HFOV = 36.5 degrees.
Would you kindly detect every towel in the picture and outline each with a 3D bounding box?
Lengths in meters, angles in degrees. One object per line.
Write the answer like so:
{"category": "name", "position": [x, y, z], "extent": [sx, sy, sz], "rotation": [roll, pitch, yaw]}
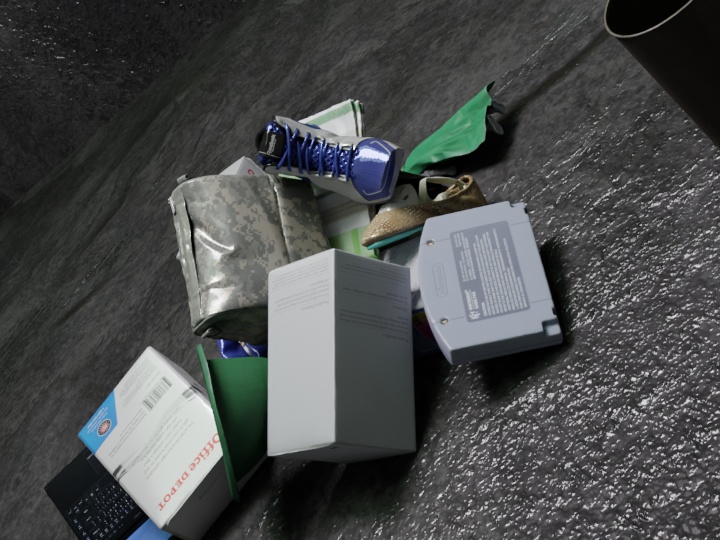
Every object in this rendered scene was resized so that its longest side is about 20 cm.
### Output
{"category": "towel", "position": [-0.040, -0.097, 1.368], "extent": [0.148, 0.031, 0.203], "rotation": [-16, 77, 41]}

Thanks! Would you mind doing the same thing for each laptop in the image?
{"category": "laptop", "position": [-0.320, 0.304, 1.419], "extent": [0.177, 0.200, 0.103], "rotation": [-42, -16, 5]}

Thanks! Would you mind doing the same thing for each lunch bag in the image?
{"category": "lunch bag", "position": [-0.138, -0.015, 1.310], "extent": [0.139, 0.166, 0.202], "rotation": [-33, 61, 45]}

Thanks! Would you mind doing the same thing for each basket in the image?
{"category": "basket", "position": [0.346, -0.211, 1.043], "extent": [0.135, 0.200, 0.181], "rotation": [-18, 35, 46]}

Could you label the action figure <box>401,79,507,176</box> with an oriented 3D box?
{"category": "action figure", "position": [0.118, -0.168, 1.512], "extent": [0.199, 0.055, 0.119], "rotation": [-32, 29, 43]}

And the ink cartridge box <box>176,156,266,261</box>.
{"category": "ink cartridge box", "position": [-0.182, -0.055, 1.703], "extent": [0.083, 0.145, 0.201], "rotation": [-28, 29, 35]}

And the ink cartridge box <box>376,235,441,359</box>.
{"category": "ink cartridge box", "position": [0.043, 0.039, 1.288], "extent": [0.199, 0.076, 0.137], "rotation": [-20, 34, 41]}

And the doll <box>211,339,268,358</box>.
{"category": "doll", "position": [-0.117, 0.139, 1.336], "extent": [0.200, 0.135, 0.049], "rotation": [52, 140, 34]}

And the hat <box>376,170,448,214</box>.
{"category": "hat", "position": [0.016, -0.093, 1.463], "extent": [0.200, 0.199, 0.082], "rotation": [10, 91, 61]}

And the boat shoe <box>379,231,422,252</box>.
{"category": "boat shoe", "position": [0.001, 0.001, 1.427], "extent": [0.200, 0.063, 0.073], "rotation": [-36, 26, 19]}

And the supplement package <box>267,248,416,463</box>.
{"category": "supplement package", "position": [-0.022, 0.095, 1.159], "extent": [0.117, 0.116, 0.202], "rotation": [-18, 66, 45]}

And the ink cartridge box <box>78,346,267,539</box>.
{"category": "ink cartridge box", "position": [-0.231, 0.214, 1.348], "extent": [0.199, 0.084, 0.146], "rotation": [36, 84, 36]}

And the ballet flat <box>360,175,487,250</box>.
{"category": "ballet flat", "position": [0.071, -0.075, 1.313], "extent": [0.199, 0.066, 0.070], "rotation": [-17, 1, -41]}

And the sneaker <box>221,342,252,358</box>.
{"category": "sneaker", "position": [-0.129, 0.110, 1.442], "extent": [0.079, 0.078, 0.201], "rotation": [-32, 25, 49]}

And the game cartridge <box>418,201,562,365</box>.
{"category": "game cartridge", "position": [0.128, 0.012, 1.149], "extent": [0.132, 0.041, 0.201], "rotation": [-9, 44, 3]}

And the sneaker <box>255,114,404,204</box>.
{"category": "sneaker", "position": [-0.055, -0.131, 1.286], "extent": [0.198, 0.115, 0.082], "rotation": [20, 102, 39]}

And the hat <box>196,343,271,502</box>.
{"category": "hat", "position": [-0.079, 0.135, 1.205], "extent": [0.174, 0.166, 0.202], "rotation": [-14, 58, -10]}
